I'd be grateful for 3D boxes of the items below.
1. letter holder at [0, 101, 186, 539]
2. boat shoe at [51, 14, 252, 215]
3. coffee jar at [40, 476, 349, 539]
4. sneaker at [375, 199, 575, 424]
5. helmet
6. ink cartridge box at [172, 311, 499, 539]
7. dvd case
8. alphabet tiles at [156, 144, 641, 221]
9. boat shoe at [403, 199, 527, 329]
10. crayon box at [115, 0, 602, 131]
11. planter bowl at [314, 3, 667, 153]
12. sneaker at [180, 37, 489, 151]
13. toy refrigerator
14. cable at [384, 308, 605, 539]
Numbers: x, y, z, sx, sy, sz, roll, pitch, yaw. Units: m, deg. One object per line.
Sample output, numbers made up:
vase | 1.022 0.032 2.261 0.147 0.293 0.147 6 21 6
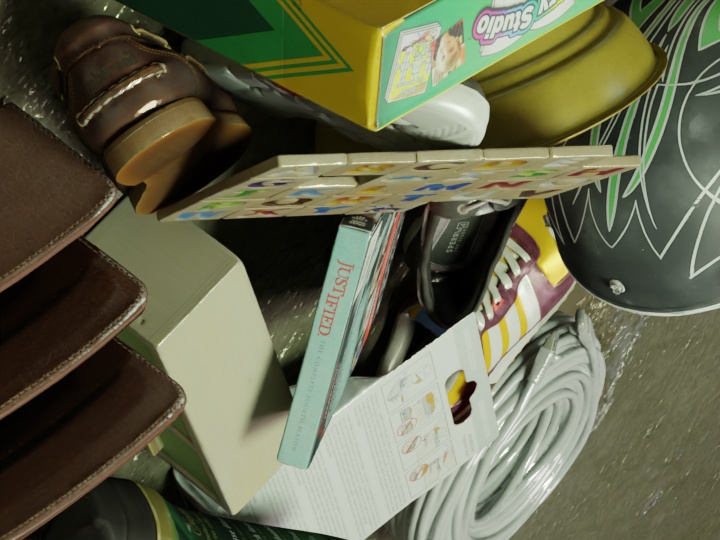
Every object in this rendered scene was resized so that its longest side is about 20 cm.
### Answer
letter holder | -0.181 0.039 1.100 0.200 0.142 0.101 -33 148 -36
boat shoe | -0.098 -0.075 1.182 0.070 0.070 0.200 -36 173 -3
coffee jar | -0.090 0.182 1.416 0.199 0.085 0.105 20 108 -32
sneaker | 0.077 0.017 1.593 0.201 0.075 0.090 -60 160 10
helmet | 0.195 -0.071 1.443 0.190 0.200 0.201 10 113 -55
ink cartridge box | -0.012 0.111 1.557 0.200 0.057 0.163 -41 151 -16
dvd case | 0.000 0.000 1.391 0.200 0.022 0.147 -67 174 -62
alphabet tiles | 0.023 -0.041 1.204 0.199 0.008 0.167 -2 173 -23
boat shoe | 0.066 -0.032 1.475 0.066 0.057 0.200 -8 154 -12
crayon box | 0.009 -0.153 1.150 0.200 0.172 0.059 -32 137 -39
planter bowl | 0.053 -0.118 1.327 0.200 0.200 0.084 -34 113 -36
sneaker | -0.009 -0.110 1.183 0.077 0.200 0.082 32 82 -43
toy refrigerator | -0.093 0.048 1.341 0.070 0.076 0.200 -46 154 -16
cable | 0.089 0.114 1.738 0.200 0.069 0.200 -52 157 -6
